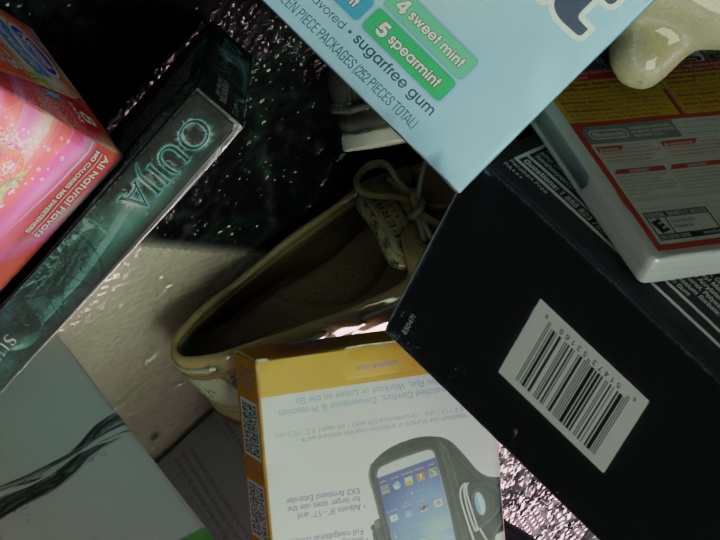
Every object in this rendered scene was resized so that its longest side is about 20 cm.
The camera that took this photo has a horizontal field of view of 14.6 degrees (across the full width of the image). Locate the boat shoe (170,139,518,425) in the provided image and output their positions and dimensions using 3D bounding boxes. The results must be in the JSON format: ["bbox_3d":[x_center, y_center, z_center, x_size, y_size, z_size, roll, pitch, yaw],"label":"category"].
[{"bbox_3d":[0.000,0.000,1.353,0.200,0.073,0.063,-39,146,3],"label":"boat shoe"}]

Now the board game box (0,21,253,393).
[{"bbox_3d":[-0.122,-0.013,1.202,0.028,0.135,0.200,40,103,-12],"label":"board game box"}]

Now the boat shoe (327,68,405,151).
[{"bbox_3d":[0.071,-0.100,1.316,0.199,0.067,0.057,-15,98,-34],"label":"boat shoe"}]

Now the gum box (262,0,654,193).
[{"bbox_3d":[0.052,-0.163,1.175,0.170,0.045,0.200,43,99,-16],"label":"gum box"}]

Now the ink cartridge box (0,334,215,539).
[{"bbox_3d":[-0.121,0.141,1.299,0.084,0.200,0.146,-30,143,-15],"label":"ink cartridge box"}]

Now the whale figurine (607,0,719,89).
[{"bbox_3d":[0.114,-0.161,1.263,0.199,0.104,0.160,-6,93,-15],"label":"whale figurine"}]

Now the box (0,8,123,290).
[{"bbox_3d":[-0.209,-0.020,1.141,0.200,0.095,0.103,-46,144,10],"label":"box"}]

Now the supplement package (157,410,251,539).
[{"bbox_3d":[-0.062,0.166,1.441,0.200,0.117,0.117,-42,143,6],"label":"supplement package"}]

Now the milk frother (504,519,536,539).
[{"bbox_3d":[0.028,0.263,1.552,0.180,0.200,0.188,6,125,-38],"label":"milk frother"}]

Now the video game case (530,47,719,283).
[{"bbox_3d":[0.133,-0.078,1.274,0.143,0.200,0.017,-7,141,-35],"label":"video game case"}]

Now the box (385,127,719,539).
[{"bbox_3d":[0.158,0.024,1.288,0.198,0.200,0.123,-26,153,-44],"label":"box"}]

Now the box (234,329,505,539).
[{"bbox_3d":[0.008,0.130,1.335,0.119,0.041,0.201,-7,100,-19],"label":"box"}]
